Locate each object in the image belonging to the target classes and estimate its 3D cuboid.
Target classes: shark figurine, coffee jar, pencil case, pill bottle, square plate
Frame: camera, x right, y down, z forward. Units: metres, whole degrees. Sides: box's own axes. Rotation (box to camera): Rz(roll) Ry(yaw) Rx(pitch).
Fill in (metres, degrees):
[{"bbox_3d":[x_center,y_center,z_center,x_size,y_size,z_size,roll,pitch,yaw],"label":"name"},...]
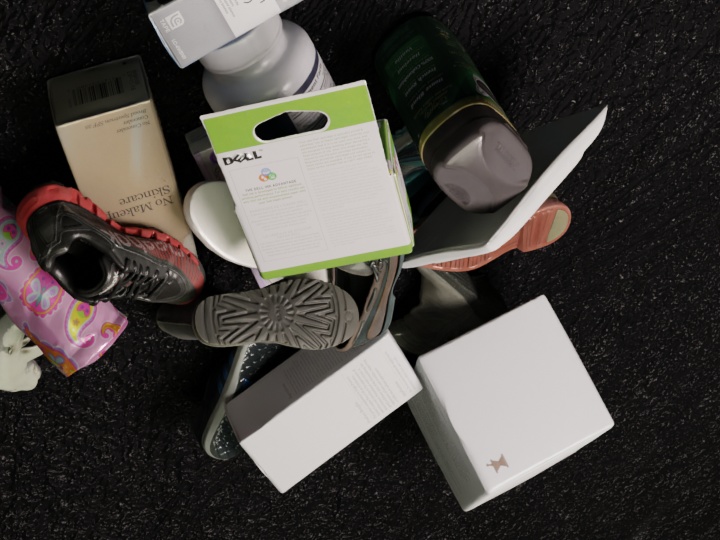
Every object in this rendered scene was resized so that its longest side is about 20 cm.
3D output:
[{"bbox_3d":[-0.360,0.051,1.250,0.128,0.089,0.216,-28,157,-47],"label":"shark figurine"},{"bbox_3d":[0.086,-0.146,1.164,0.085,0.201,0.104,-39,132,15],"label":"coffee jar"},{"bbox_3d":[-0.309,0.004,1.160,0.087,0.088,0.200,-39,101,15],"label":"pencil case"},{"bbox_3d":[-0.079,-0.159,1.147,0.110,0.112,0.201,-28,134,4],"label":"pill bottle"},{"bbox_3d":[0.136,-0.073,1.219,0.029,0.197,0.200,48,67,-13],"label":"square plate"}]

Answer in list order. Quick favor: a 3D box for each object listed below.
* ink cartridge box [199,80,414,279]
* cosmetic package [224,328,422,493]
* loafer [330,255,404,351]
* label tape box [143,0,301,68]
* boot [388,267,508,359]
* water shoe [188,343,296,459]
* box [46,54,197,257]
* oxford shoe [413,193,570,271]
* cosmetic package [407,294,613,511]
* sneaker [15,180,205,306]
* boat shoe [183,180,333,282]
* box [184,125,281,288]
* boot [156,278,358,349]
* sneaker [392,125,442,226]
[{"bbox_3d":[-0.042,-0.095,1.082,0.145,0.077,0.202,-10,136,7],"label":"ink cartridge box"},{"bbox_3d":[-0.040,0.139,1.358,0.199,0.074,0.102,-34,128,-2],"label":"cosmetic package"},{"bbox_3d":[0.000,0.000,1.236,0.063,0.071,0.202,-38,143,-36],"label":"loafer"},{"bbox_3d":[-0.089,-0.272,1.018,0.198,0.144,0.066,-29,136,5],"label":"label tape box"},{"bbox_3d":[0.076,0.042,1.430,0.130,0.068,0.200,-35,133,18],"label":"boot"},{"bbox_3d":[-0.137,0.110,1.398,0.071,0.079,0.202,27,91,-42],"label":"water shoe"},{"bbox_3d":[-0.222,-0.091,1.173,0.094,0.078,0.202,-18,134,-6],"label":"box"},{"bbox_3d":[0.127,-0.052,1.353,0.197,0.074,0.072,-9,131,-19],"label":"oxford shoe"},{"bbox_3d":[0.163,0.158,1.429,0.164,0.169,0.200,-25,167,-10],"label":"cosmetic package"},{"bbox_3d":[-0.221,-0.003,1.129,0.199,0.099,0.071,28,115,-39],"label":"sneaker"},{"bbox_3d":[-0.106,-0.037,1.224,0.198,0.068,0.073,17,83,-44],"label":"boat shoe"},{"bbox_3d":[-0.122,-0.064,1.266,0.041,0.039,0.201,-24,135,-3],"label":"box"},{"bbox_3d":[-0.110,0.049,1.270,0.179,0.074,0.200,3,172,-15],"label":"boot"},{"bbox_3d":[0.016,-0.070,1.285,0.199,0.087,0.077,-40,132,15],"label":"sneaker"}]
